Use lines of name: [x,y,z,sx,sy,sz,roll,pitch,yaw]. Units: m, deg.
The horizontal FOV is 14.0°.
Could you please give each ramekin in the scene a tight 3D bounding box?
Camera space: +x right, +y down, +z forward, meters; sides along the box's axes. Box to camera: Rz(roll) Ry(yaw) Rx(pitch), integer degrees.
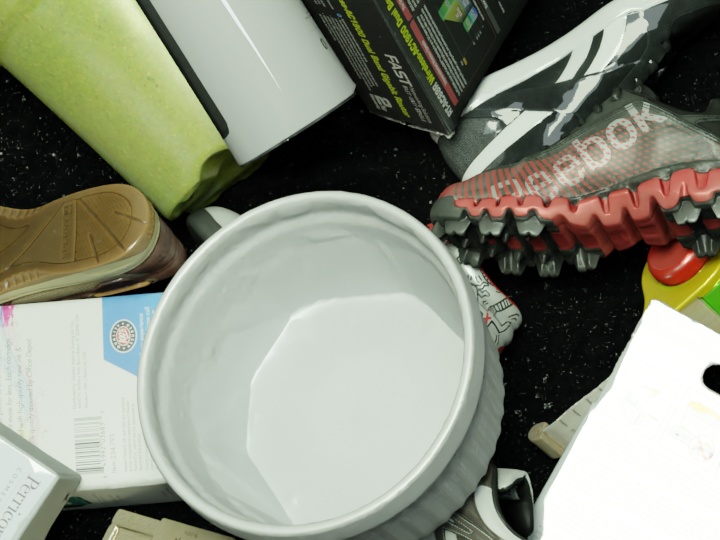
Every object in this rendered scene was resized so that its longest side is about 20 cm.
ramekin: [-0.014,0.068,1.627,0.199,0.105,0.201,-9,65,19]

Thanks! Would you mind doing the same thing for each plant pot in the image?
plant pot: [-0.120,-0.139,1.749,0.200,0.200,0.184,-40,86,-5]

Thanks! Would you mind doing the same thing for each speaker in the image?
speaker: [-0.086,-0.163,1.634,0.081,0.081,0.200,-32,95,-3]

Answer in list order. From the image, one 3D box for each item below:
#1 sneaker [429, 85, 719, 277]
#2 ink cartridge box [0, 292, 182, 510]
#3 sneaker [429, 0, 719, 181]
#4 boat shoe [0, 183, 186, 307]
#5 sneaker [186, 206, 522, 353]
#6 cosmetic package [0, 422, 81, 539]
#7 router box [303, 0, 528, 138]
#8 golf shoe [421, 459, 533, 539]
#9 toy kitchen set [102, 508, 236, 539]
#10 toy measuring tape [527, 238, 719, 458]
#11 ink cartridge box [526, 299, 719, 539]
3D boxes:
sneaker: [0.137,-0.054,1.686,0.200,0.071,0.098,-7,64,15]
ink cartridge box: [-0.205,0.084,1.747,0.199,0.067,0.117,-5,76,6]
sneaker: [0.151,-0.090,1.755,0.200,0.073,0.112,-29,76,7]
boat shoe: [-0.197,-0.003,1.770,0.199,0.072,0.072,-12,62,26]
sneaker: [0.000,0.001,1.747,0.201,0.067,0.108,39,81,11]
cosmetic package: [-0.272,0.105,1.676,0.200,0.071,0.102,32,88,7]
router box: [0.032,-0.195,1.685,0.062,0.200,0.150,17,67,31]
golf shoe: [0.051,0.136,1.679,0.094,0.078,0.200,-41,55,2]
toy kitchen set: [-0.063,0.260,1.681,0.200,0.180,0.164,9,68,51]
toy measuring tape: [0.174,0.028,1.728,0.200,0.074,0.074,-42,73,13]
ink cartridge box: [0.190,0.144,1.682,0.162,0.057,0.200,29,84,14]
